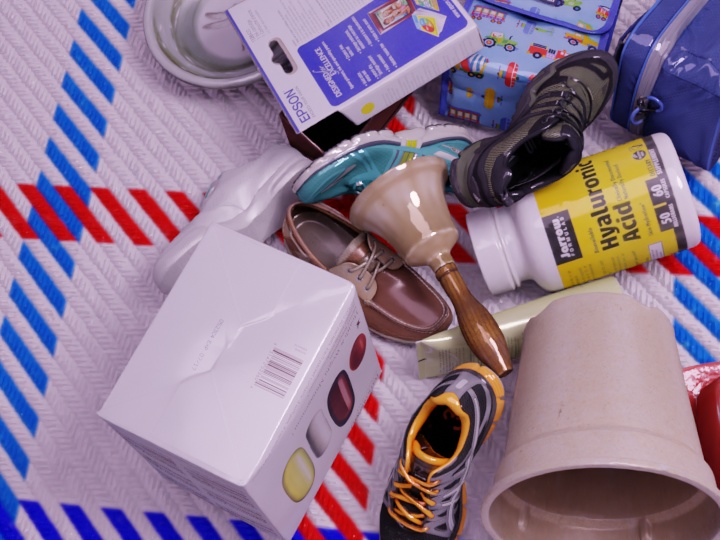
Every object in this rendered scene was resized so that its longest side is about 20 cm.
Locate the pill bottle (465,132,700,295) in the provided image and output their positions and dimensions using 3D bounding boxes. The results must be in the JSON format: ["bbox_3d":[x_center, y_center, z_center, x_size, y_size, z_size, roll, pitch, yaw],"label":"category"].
[{"bbox_3d":[0.204,-0.045,1.172,0.199,0.111,0.112,-19,64,10],"label":"pill bottle"}]

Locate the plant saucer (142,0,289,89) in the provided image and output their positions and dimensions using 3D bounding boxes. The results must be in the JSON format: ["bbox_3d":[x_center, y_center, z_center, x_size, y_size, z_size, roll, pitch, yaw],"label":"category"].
[{"bbox_3d":[-0.133,-0.274,1.363,0.199,0.050,0.201,-5,66,11],"label":"plant saucer"}]

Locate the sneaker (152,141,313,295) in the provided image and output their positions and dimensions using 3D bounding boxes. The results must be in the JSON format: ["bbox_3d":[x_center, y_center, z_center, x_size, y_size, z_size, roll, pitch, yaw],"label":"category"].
[{"bbox_3d":[-0.136,-0.054,1.264,0.200,0.075,0.088,-40,54,-17],"label":"sneaker"}]

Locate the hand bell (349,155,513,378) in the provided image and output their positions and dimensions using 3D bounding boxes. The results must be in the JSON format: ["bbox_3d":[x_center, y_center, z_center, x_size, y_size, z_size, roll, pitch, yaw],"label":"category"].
[{"bbox_3d":[0.081,0.007,1.125,0.104,0.104,0.201,-28,67,-5],"label":"hand bell"}]

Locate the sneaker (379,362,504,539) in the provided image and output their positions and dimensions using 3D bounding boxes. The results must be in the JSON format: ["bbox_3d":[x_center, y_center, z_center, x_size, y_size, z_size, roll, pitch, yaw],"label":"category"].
[{"bbox_3d":[0.057,0.174,1.085,0.078,0.077,0.201,22,103,22],"label":"sneaker"}]

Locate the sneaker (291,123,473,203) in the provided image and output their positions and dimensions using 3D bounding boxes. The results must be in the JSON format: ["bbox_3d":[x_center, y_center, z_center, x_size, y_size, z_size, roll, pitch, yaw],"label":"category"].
[{"bbox_3d":[0.031,-0.092,1.223,0.199,0.078,0.080,-11,73,-22],"label":"sneaker"}]

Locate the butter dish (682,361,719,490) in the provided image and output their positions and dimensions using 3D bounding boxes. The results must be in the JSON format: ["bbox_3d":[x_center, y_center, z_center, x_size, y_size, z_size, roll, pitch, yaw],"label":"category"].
[{"bbox_3d":[0.368,0.146,1.045,0.198,0.148,0.201,-6,64,5],"label":"butter dish"}]

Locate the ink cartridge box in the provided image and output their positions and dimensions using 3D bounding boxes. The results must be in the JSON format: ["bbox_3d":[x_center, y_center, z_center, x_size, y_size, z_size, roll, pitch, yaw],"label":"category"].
[{"bbox_3d":[-0.009,-0.238,1.246,0.199,0.047,0.198,-31,55,2],"label":"ink cartridge box"}]

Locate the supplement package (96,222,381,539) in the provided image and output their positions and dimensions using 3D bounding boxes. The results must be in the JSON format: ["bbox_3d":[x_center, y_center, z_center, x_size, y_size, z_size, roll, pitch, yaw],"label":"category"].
[{"bbox_3d":[-0.095,0.103,1.104,0.146,0.200,0.192,24,71,17],"label":"supplement package"}]

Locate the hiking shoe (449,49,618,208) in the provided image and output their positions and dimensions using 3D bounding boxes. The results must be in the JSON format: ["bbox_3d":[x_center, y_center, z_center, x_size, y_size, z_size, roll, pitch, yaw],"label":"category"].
[{"bbox_3d":[0.177,-0.121,1.131,0.200,0.076,0.101,-45,31,-14],"label":"hiking shoe"}]

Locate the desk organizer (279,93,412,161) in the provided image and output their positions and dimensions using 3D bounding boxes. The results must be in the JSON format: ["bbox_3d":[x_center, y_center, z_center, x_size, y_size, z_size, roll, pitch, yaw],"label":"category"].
[{"bbox_3d":[0.005,-0.197,1.295,0.071,0.077,0.200,31,73,20],"label":"desk organizer"}]

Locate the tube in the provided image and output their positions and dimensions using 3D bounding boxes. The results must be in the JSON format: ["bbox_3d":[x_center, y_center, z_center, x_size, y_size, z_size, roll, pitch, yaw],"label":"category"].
[{"bbox_3d":[0.146,0.055,1.164,0.199,0.052,0.058,-17,108,-3],"label":"tube"}]

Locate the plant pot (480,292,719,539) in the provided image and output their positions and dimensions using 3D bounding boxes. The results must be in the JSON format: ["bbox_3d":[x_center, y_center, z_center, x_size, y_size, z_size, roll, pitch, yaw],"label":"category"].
[{"bbox_3d":[0.204,0.128,1.067,0.199,0.201,0.184,0,55,9],"label":"plant pot"}]

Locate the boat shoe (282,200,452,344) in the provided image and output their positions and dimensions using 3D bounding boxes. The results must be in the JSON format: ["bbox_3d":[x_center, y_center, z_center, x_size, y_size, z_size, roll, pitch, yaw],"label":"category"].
[{"bbox_3d":[0.000,0.000,1.208,0.199,0.072,0.076,32,74,20],"label":"boat shoe"}]

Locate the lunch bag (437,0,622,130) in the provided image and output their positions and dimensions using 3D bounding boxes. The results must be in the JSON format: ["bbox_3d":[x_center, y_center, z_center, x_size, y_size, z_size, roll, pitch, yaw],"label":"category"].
[{"bbox_3d":[0.180,-0.242,1.293,0.150,0.094,0.201,15,58,10],"label":"lunch bag"}]

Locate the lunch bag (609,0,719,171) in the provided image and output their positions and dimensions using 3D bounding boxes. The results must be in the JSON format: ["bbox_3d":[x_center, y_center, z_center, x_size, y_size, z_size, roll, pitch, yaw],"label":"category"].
[{"bbox_3d":[0.321,-0.203,1.211,0.132,0.136,0.200,33,62,22],"label":"lunch bag"}]
